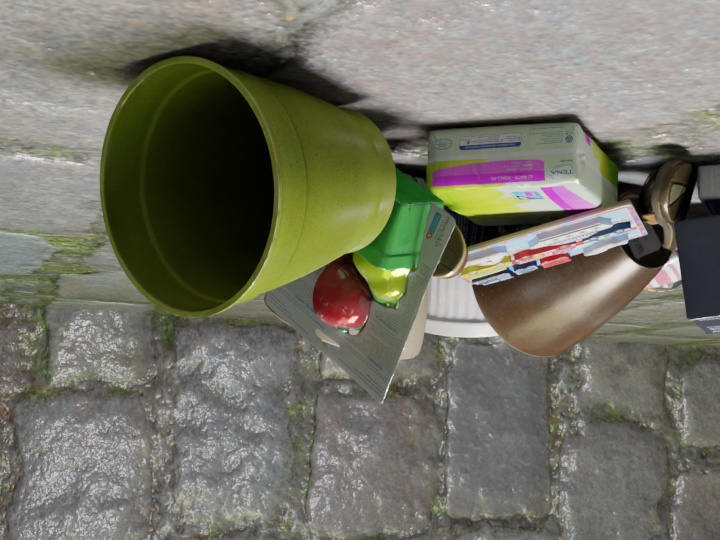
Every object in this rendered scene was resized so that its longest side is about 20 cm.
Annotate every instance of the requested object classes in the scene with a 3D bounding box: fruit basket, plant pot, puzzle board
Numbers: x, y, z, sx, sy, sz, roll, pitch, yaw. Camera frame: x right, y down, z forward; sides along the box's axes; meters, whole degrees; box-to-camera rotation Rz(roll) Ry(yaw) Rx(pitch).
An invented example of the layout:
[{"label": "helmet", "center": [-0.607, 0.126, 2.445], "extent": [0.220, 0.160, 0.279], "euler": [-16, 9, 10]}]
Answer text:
[{"label": "fruit basket", "center": [-0.003, -0.006, 1.136], "extent": [0.094, 0.200, 0.185], "euler": [-14, -140, -42]}, {"label": "plant pot", "center": [0.262, -0.013, 1.411], "extent": [0.187, 0.187, 0.200], "euler": [6, 159, -31]}, {"label": "plant pot", "center": [-0.077, -0.072, 0.994], "extent": [0.200, 0.201, 0.193], "euler": [-4, -177, 39]}, {"label": "puzzle board", "center": [0.191, -0.023, 1.236], "extent": [0.200, 0.017, 0.151], "euler": [-17, 167, 16]}]

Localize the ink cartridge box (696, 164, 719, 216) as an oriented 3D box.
[{"label": "ink cartridge box", "center": [0.468, -0.080, 1.265], "extent": [0.200, 0.043, 0.198], "euler": [0, 173, 21]}]

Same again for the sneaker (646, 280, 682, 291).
[{"label": "sneaker", "center": [0.396, -0.018, 1.659], "extent": [0.200, 0.078, 0.077], "euler": [4, 167, -13]}]

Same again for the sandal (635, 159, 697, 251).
[{"label": "sandal", "center": [0.313, -0.073, 1.250], "extent": [0.055, 0.082, 0.200], "euler": [17, 180, 21]}]

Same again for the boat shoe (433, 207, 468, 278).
[{"label": "boat shoe", "center": [0.036, -0.053, 1.201], "extent": [0.200, 0.072, 0.068], "euler": [36, -178, 33]}]

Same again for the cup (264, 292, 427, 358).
[{"label": "cup", "center": [0.000, 0.000, 1.447], "extent": [0.200, 0.143, 0.200], "euler": [18, -167, -4]}]

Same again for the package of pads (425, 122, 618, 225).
[{"label": "package of pads", "center": [0.159, -0.089, 1.174], "extent": [0.154, 0.068, 0.200], "euler": [-2, 171, 23]}]

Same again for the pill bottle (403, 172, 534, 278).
[{"label": "pill bottle", "center": [0.088, -0.049, 1.338], "extent": [0.200, 0.112, 0.112], "euler": [5, 172, -23]}]

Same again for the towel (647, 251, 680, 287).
[{"label": "towel", "center": [0.437, -0.025, 1.491], "extent": [0.200, 0.030, 0.146], "euler": [-25, 164, 17]}]

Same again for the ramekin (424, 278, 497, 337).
[{"label": "ramekin", "center": [0.145, 0.006, 1.571], "extent": [0.200, 0.105, 0.200], "euler": [-2, -163, 0]}]

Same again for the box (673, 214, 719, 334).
[{"label": "box", "center": [0.439, -0.003, 1.231], "extent": [0.200, 0.104, 0.182], "euler": [-9, 171, 20]}]
